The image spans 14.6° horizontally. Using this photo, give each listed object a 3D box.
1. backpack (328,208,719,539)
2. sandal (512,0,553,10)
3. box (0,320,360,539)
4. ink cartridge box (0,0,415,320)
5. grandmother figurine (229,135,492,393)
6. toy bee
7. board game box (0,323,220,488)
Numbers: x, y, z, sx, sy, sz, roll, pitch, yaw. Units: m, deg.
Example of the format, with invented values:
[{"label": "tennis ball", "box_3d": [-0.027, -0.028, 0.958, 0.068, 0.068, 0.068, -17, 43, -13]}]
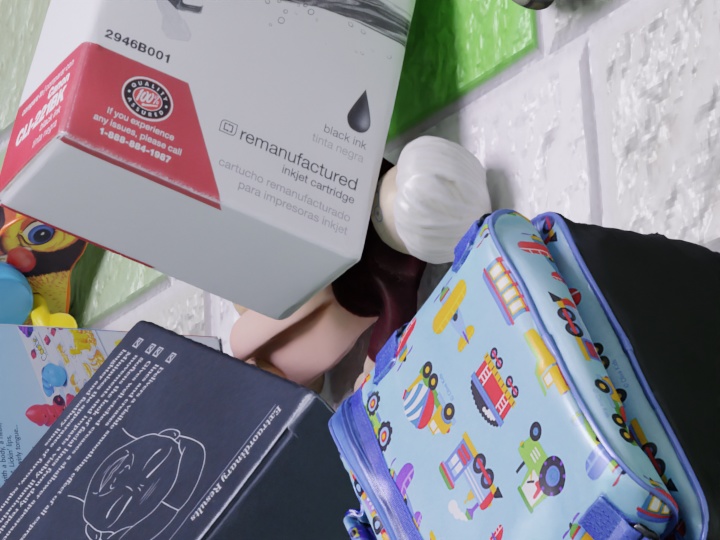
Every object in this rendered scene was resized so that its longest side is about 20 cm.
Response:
[{"label": "backpack", "box_3d": [0.064, 0.101, 1.003, 0.200, 0.134, 0.183, -52, 42, 32]}, {"label": "sandal", "box_3d": [0.048, -0.183, 1.188, 0.080, 0.057, 0.202, -64, 34, 36]}, {"label": "box", "box_3d": [-0.074, 0.124, 1.263, 0.149, 0.107, 0.200, -51, 25, -10]}, {"label": "ink cartridge box", "box_3d": [-0.059, -0.102, 1.234, 0.084, 0.144, 0.201, -37, 35, 55]}, {"label": "grandmother figurine", "box_3d": [0.000, 0.000, 1.260, 0.200, 0.060, 0.122, -45, 56, 56]}, {"label": "toy bee", "box_3d": [-0.187, -0.004, 1.602, 0.200, 0.108, 0.132, 93, 159, -63]}, {"label": "board game box", "box_3d": [-0.174, 0.096, 1.428, 0.103, 0.199, 0.105, -49, 44, 49]}]
